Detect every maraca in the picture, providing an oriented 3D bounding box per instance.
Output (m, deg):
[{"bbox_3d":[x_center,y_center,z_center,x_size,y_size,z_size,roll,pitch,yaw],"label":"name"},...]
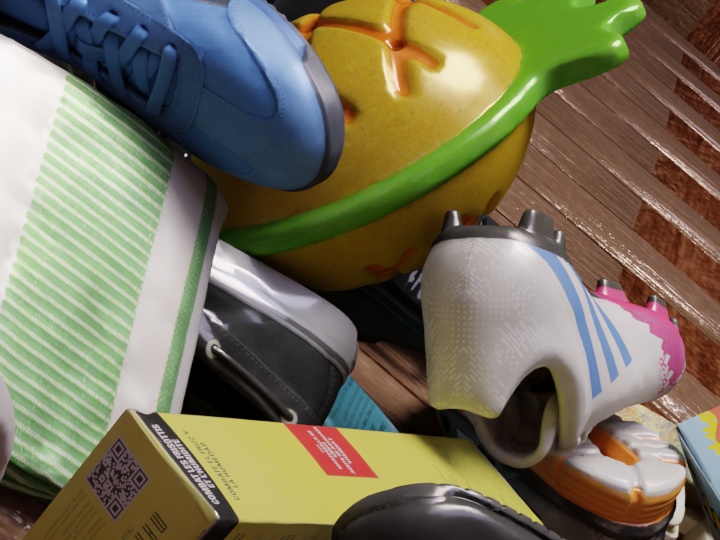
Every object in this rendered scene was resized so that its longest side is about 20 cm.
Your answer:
[{"bbox_3d":[0.019,-0.062,0.774,0.107,0.200,0.137,65,-11,-26],"label":"maraca"}]

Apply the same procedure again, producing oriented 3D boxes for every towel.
[{"bbox_3d":[-0.136,-0.014,0.628,0.200,0.023,0.153,29,55,-29],"label":"towel"}]

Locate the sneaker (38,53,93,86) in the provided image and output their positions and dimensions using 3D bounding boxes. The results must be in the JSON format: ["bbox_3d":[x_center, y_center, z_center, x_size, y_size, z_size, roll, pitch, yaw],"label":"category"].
[{"bbox_3d":[-0.149,-0.088,0.820,0.092,0.076,0.200,36,19,-25],"label":"sneaker"}]

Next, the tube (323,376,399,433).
[{"bbox_3d":[-0.055,0.020,0.797,0.200,0.050,0.077,43,24,-4],"label":"tube"}]

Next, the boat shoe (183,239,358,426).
[{"bbox_3d":[-0.093,0.007,0.718,0.199,0.069,0.057,27,61,-13],"label":"boat shoe"}]

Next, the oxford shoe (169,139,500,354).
[{"bbox_3d":[0.000,0.000,0.866,0.199,0.084,0.073,25,54,-5],"label":"oxford shoe"}]

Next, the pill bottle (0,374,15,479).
[{"bbox_3d":[-0.177,-0.014,0.487,0.200,0.112,0.112,55,22,24],"label":"pill bottle"}]

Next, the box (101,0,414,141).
[{"bbox_3d":[-0.045,-0.110,0.956,0.104,0.148,0.200,32,20,-26],"label":"box"}]

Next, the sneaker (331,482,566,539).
[{"bbox_3d":[0.056,0.154,0.592,0.200,0.074,0.089,55,22,-20],"label":"sneaker"}]

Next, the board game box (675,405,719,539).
[{"bbox_3d":[0.217,0.145,0.806,0.105,0.103,0.200,-112,178,-55],"label":"board game box"}]

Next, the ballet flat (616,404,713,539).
[{"bbox_3d":[0.160,0.127,0.949,0.200,0.071,0.071,36,18,-14],"label":"ballet flat"}]

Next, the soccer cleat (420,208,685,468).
[{"bbox_3d":[0.074,0.040,0.770,0.070,0.087,0.200,1,-15,28],"label":"soccer cleat"}]

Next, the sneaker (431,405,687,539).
[{"bbox_3d":[0.076,0.089,0.855,0.078,0.078,0.200,1,15,-14],"label":"sneaker"}]

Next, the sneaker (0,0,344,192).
[{"bbox_3d":[-0.095,-0.089,0.698,0.200,0.066,0.078,41,37,18],"label":"sneaker"}]

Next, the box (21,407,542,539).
[{"bbox_3d":[-0.021,0.091,0.645,0.200,0.075,0.050,11,33,-55],"label":"box"}]
